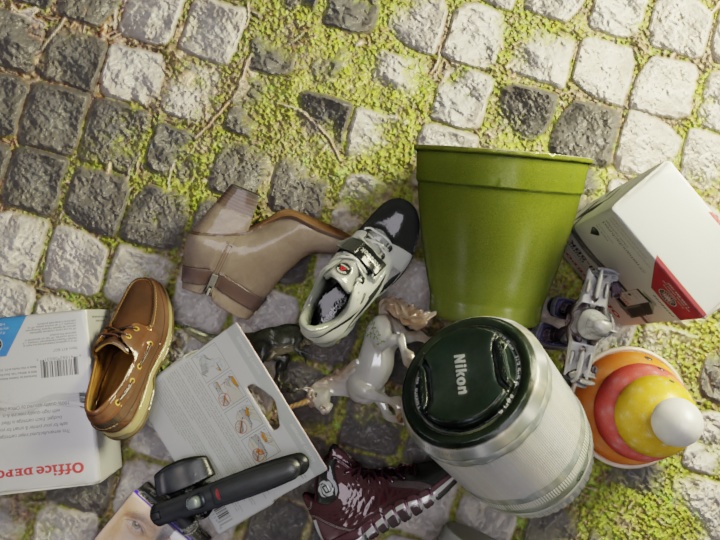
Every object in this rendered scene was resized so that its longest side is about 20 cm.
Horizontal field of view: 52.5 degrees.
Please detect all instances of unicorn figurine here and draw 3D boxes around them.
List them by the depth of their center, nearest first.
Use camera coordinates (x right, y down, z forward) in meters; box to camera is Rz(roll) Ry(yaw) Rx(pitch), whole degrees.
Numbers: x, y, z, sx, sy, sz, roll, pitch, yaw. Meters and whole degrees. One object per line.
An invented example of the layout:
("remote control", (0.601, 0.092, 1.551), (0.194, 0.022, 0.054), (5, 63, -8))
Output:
("unicorn figurine", (0.014, 0.122, 0.860), (0.137, 0.074, 0.201), (29, 87, 36))

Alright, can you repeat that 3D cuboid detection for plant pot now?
("plant pot", (0.151, -0.039, 0.838), (0.199, 0.200, 0.194), (5, 99, 1))

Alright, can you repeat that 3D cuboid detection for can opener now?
("can opener", (-0.150, 0.242, 0.812), (0.199, 0.063, 0.079), (-19, 91, 20))

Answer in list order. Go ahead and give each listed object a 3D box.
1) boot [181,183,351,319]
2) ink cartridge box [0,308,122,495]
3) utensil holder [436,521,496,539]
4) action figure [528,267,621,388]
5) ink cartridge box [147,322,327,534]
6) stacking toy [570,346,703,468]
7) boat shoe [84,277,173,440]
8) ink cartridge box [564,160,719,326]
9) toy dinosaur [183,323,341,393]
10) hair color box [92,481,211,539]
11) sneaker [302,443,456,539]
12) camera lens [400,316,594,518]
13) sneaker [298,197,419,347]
("boot", (-0.115, -0.009, 0.894), (0.199, 0.070, 0.147), (23, 95, -2))
("ink cartridge box", (-0.374, 0.153, 0.871), (0.145, 0.084, 0.202), (-5, 87, 0))
("utensil holder", (0.120, 0.409, 0.810), (0.169, 0.170, 0.201), (26, 84, 2))
("action figure", (0.245, 0.059, 0.811), (0.069, 0.200, 0.131), (25, 88, 1))
("ink cartridge box", (-0.149, 0.182, 0.859), (0.173, 0.044, 0.201), (-34, 86, 18))
("stacking toy", (0.324, 0.161, 0.804), (0.145, 0.200, 0.147), (0, 87, 0))
("boat shoe", (-0.270, 0.091, 0.849), (0.072, 0.068, 0.201), (-5, 58, 17))
("ink cartridge box", (0.314, -0.019, 0.813), (0.083, 0.200, 0.147), (-39, 86, -7))
("toy dinosaur", (-0.117, 0.106, 0.893), (0.198, 0.047, 0.089), (-3, 82, 3))
("hair color box", (-0.286, 0.368, 0.867), (0.109, 0.065, 0.200), (39, 86, 3))
("sneaker", (0.018, 0.244, 0.867), (0.199, 0.076, 0.116), (-31, 84, -1))
("camera lens", (0.148, 0.157, 0.775), (0.160, 0.160, 0.200), (-44, 130, -2))
("sneaker", (0.000, 0.000, 0.829), (0.074, 0.089, 0.201), (33, 87, 13))
